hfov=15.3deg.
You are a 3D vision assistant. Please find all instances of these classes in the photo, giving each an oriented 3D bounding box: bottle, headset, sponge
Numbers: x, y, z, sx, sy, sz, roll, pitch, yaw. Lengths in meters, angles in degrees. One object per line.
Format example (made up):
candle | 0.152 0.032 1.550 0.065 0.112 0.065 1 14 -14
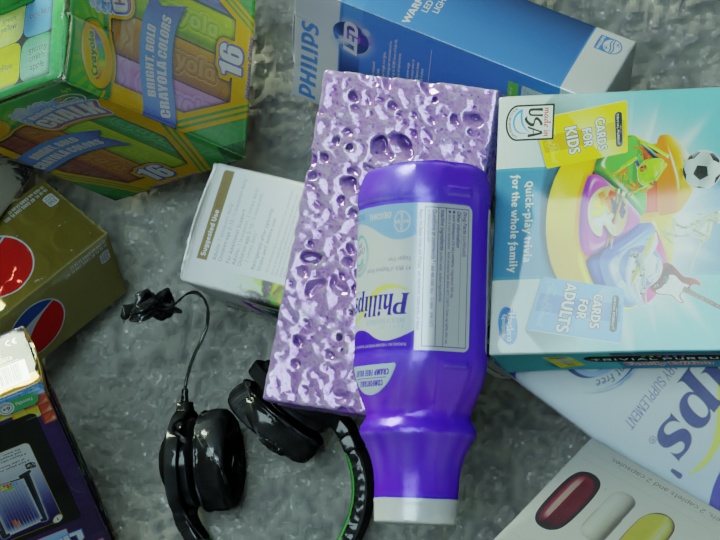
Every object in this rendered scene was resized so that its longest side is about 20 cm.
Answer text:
bottle | 0.033 0.041 1.495 0.084 0.065 0.200 -8 79 62
headset | -0.075 0.099 1.620 0.123 0.094 0.200 -32 81 10
sponge | 0.015 -0.012 1.565 0.111 0.030 0.200 9 86 20

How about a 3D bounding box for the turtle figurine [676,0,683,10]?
turtle figurine | 0.277 -0.225 1.596 0.150 0.101 0.200 32 82 22

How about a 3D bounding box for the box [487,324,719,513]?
box | 0.205 0.036 1.543 0.200 0.105 0.184 36 90 22

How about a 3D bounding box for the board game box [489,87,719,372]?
board game box | 0.175 -0.023 1.486 0.200 0.047 0.151 -2 75 17

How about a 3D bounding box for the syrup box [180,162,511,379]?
syrup box | 0.000 0.000 1.631 0.200 0.079 0.082 13 82 20

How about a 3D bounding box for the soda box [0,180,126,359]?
soda box | -0.245 0.037 1.666 0.200 0.064 0.068 -40 58 -20

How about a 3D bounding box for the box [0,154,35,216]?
box | -0.256 -0.074 1.678 0.068 0.082 0.200 2 44 30

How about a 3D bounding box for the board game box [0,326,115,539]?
board game box | -0.263 0.140 1.607 0.200 0.165 0.057 -21 44 -5

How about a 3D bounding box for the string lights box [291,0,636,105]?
string lights box | 0.059 -0.121 1.611 0.200 0.103 0.059 23 55 14

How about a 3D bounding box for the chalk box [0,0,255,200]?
chalk box | -0.176 -0.138 1.627 0.124 0.200 0.124 -14 65 42

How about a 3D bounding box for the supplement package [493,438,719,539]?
supplement package | 0.168 0.219 1.463 0.200 0.156 0.111 29 46 22
